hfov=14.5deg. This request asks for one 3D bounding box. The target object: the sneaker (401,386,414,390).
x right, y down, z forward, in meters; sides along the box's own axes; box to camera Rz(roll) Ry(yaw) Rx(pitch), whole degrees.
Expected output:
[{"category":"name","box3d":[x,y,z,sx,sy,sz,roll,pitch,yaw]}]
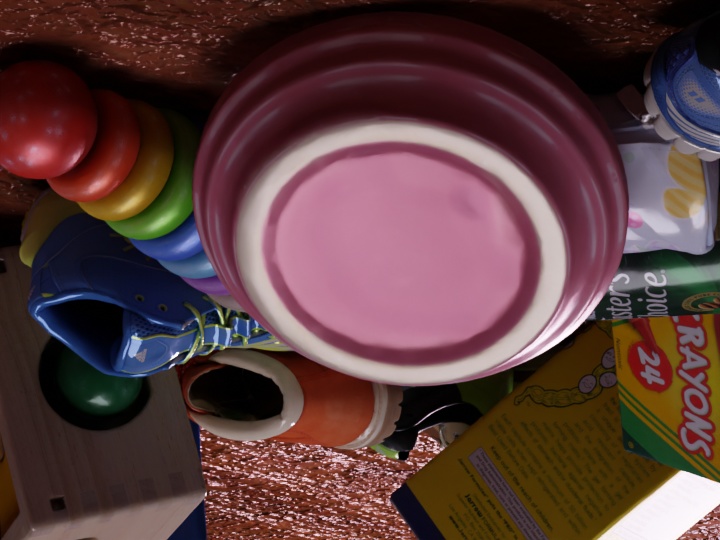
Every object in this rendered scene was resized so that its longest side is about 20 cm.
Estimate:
[{"category":"sneaker","box3d":[-0.032,0.060,1.665,0.200,0.082,0.077,-25,120,40]}]

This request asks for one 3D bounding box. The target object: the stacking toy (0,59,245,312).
[{"category":"stacking toy","box3d":[-0.104,-0.045,1.338,0.085,0.086,0.200,-13,157,36]}]

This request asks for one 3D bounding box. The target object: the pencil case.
[{"category":"pencil case","box3d":[0.073,-0.044,1.335,0.199,0.083,0.091,-4,167,12]}]

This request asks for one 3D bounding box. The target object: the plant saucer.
[{"category":"plant saucer","box3d":[0.020,-0.020,1.278,0.200,0.051,0.201,4,128,6]}]

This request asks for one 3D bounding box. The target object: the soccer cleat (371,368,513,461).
[{"category":"soccer cleat","box3d":[-0.002,0.076,1.763,0.199,0.081,0.068,0,164,-6]}]

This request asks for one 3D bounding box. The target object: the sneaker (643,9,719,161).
[{"category":"sneaker","box3d":[0.228,-0.080,1.229,0.199,0.079,0.089,1,167,-8]}]

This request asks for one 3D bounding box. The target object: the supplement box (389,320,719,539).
[{"category":"supplement box","box3d":[0.138,0.123,1.728,0.200,0.110,0.109,-40,155,8]}]

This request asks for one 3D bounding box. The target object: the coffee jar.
[{"category":"coffee jar","box3d":[0.145,-0.021,1.419,0.199,0.086,0.104,-3,164,9]}]

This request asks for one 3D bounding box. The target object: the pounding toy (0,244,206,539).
[{"category":"pounding toy","box3d":[-0.184,0.064,1.551,0.142,0.185,0.200,-10,164,-21]}]

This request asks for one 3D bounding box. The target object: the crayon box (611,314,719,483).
[{"category":"crayon box","box3d":[0.223,0.057,1.500,0.200,0.127,0.051,17,-146,42]}]

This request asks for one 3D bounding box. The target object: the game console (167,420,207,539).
[{"category":"game console","box3d":[-0.203,0.105,1.707,0.199,0.119,0.171,4,-178,-17]}]

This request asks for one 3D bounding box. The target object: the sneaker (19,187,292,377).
[{"category":"sneaker","box3d":[-0.083,0.026,1.455,0.199,0.105,0.076,14,132,-6]}]

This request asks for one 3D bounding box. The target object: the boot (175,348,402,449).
[{"category":"boot","box3d":[-0.085,0.053,1.602,0.199,0.075,0.107,13,-172,35]}]

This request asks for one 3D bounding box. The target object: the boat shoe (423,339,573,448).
[{"category":"boat shoe","box3d":[0.078,0.089,1.830,0.199,0.074,0.076,-4,164,8]}]
